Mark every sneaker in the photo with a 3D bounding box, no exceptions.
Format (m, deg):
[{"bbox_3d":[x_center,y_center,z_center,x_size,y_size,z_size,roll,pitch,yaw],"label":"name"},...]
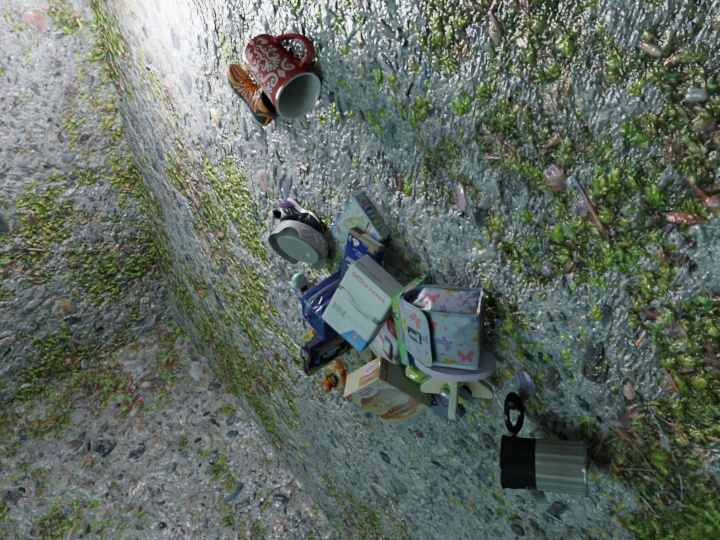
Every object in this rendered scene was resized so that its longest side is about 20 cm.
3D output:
[{"bbox_3d":[0.224,0.277,1.605,0.197,0.107,0.076,25,179,1],"label":"sneaker"},{"bbox_3d":[-0.202,-0.152,1.881,0.199,0.087,0.077,34,142,39],"label":"sneaker"},{"bbox_3d":[-0.307,-0.528,1.740,0.201,0.077,0.111,53,148,-9],"label":"sneaker"},{"bbox_3d":[-0.166,0.106,2.080,0.139,0.077,0.203,31,149,39],"label":"sneaker"}]

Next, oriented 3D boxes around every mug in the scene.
[{"bbox_3d":[-0.193,-0.519,1.540,0.201,0.177,0.133,50,-174,25],"label":"mug"}]

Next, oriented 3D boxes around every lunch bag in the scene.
[{"bbox_3d":[0.189,0.134,1.410,0.195,0.128,0.173,6,126,18],"label":"lunch bag"},{"bbox_3d":[-0.091,0.101,1.819,0.132,0.198,0.137,46,154,27],"label":"lunch bag"}]

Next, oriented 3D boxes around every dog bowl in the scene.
[{"bbox_3d":[-0.187,-0.081,1.869,0.196,0.060,0.201,20,155,9],"label":"dog bowl"}]

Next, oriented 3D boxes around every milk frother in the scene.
[{"bbox_3d":[0.414,0.387,1.353,0.184,0.180,0.205,-2,87,20],"label":"milk frother"}]

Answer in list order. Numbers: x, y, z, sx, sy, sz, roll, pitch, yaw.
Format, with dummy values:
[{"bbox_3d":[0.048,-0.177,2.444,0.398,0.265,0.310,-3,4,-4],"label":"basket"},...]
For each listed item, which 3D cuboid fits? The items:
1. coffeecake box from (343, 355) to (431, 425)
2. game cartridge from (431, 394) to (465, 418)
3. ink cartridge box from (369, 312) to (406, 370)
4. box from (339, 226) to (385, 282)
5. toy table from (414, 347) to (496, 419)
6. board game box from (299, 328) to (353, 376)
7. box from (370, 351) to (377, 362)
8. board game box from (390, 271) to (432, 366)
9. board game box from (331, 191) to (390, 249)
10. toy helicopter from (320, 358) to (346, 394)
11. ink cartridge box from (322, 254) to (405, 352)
[{"bbox_3d":[0.077,0.339,1.679,0.198,0.074,0.153,33,133,-25],"label":"coffeecake box"},{"bbox_3d":[0.210,0.325,1.712,0.129,0.038,0.203,-18,100,57],"label":"game cartridge"},{"bbox_3d":[0.092,0.171,1.677,0.148,0.084,0.203,50,147,37],"label":"ink cartridge box"},{"bbox_3d":[0.000,0.000,1.627,0.120,0.032,0.204,34,126,37],"label":"box"},{"bbox_3d":[0.234,0.258,1.482,0.196,0.184,0.119,10,125,25],"label":"toy table"},{"bbox_3d":[-0.104,0.235,1.958,0.057,0.198,0.167,44,148,28],"label":"board game box"},{"bbox_3d":[0.092,0.336,1.813,0.096,0.097,0.203,-117,17,-51],"label":"box"},{"bbox_3d":[0.142,0.125,1.532,0.029,0.134,0.204,17,131,39],"label":"board game box"},{"bbox_3d":[-0.003,-0.109,1.658,0.136,0.034,0.200,56,151,7],"label":"board game box"},{"bbox_3d":[-0.054,0.410,2.190,0.198,0.078,0.135,29,131,27],"label":"toy helicopter"},{"bbox_3d":[0.008,0.086,1.565,0.145,0.083,0.202,40,125,14],"label":"ink cartridge box"}]
